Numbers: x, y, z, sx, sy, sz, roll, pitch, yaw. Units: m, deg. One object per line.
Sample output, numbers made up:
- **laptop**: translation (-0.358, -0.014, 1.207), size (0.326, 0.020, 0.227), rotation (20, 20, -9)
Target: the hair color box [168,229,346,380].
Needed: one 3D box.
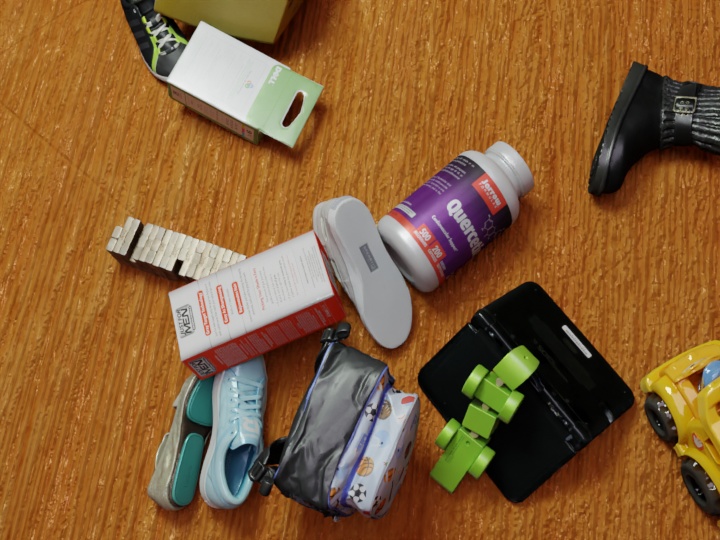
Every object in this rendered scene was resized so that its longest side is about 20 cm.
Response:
- **hair color box**: translation (-0.126, 0.042, 1.035), size (0.197, 0.062, 0.103), rotation (-22, 57, 4)

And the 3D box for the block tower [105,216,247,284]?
- **block tower**: translation (-0.235, -0.014, 1.135), size (0.196, 0.058, 0.055), rotation (18, 74, 10)

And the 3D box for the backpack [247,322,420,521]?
- **backpack**: translation (-0.013, 0.191, 0.971), size (0.152, 0.191, 0.202), rotation (27, 75, 9)

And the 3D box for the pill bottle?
- **pill bottle**: translation (0.124, -0.073, 1.089), size (0.199, 0.113, 0.113), rotation (-39, 71, -8)

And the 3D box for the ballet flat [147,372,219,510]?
- **ballet flat**: translation (-0.217, 0.192, 1.060), size (0.061, 0.067, 0.203), rotation (2, 66, 36)

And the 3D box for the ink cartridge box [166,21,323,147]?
- **ink cartridge box**: translation (-0.161, -0.251, 1.200), size (0.197, 0.059, 0.105), rotation (27, 74, 0)

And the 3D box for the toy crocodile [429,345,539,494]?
- **toy crocodile**: translation (0.142, 0.175, 1.000), size (0.067, 0.062, 0.203), rotation (31, 111, 18)

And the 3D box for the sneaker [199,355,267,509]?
- **sneaker**: translation (-0.139, 0.187, 1.031), size (0.073, 0.081, 0.204), rotation (13, 77, -33)

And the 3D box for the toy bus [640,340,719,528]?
- **toy bus**: translation (0.416, 0.166, 0.935), size (0.134, 0.192, 0.202), rotation (-26, 68, -2)

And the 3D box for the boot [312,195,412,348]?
- **boot**: translation (0.000, 0.000, 1.099), size (0.073, 0.095, 0.204), rotation (-24, 102, -20)

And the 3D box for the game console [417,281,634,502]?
- **game console**: translation (0.203, 0.144, 1.056), size (0.174, 0.117, 0.201), rotation (-26, 68, -36)

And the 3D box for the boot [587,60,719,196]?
- **boot**: translation (0.398, -0.170, 1.113), size (0.155, 0.080, 0.214), rotation (23, 74, 13)

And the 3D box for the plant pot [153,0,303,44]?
- **plant pot**: translation (-0.154, -0.442, 1.193), size (0.174, 0.201, 0.202), rotation (30, 55, -4)

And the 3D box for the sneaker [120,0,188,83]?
- **sneaker**: translation (-0.309, -0.360, 1.248), size (0.071, 0.083, 0.201), rotation (-33, 72, -6)
